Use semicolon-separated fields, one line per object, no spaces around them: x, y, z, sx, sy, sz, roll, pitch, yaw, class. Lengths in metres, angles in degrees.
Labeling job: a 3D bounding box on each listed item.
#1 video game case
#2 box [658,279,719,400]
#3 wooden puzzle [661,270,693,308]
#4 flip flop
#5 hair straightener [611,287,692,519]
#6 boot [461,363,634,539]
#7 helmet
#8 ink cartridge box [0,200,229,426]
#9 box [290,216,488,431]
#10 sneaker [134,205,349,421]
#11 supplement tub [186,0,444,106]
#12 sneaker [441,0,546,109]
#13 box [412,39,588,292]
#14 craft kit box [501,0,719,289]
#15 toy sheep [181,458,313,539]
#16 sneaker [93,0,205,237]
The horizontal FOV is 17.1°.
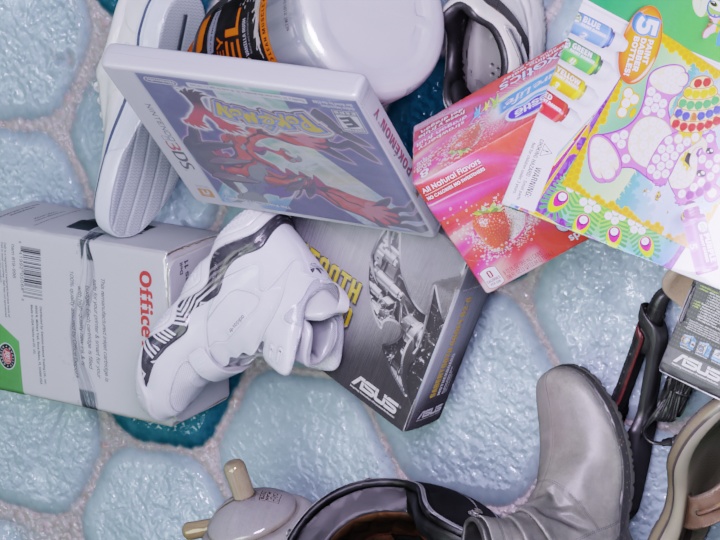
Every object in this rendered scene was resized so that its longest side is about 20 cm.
-0.059;-0.089;1.665;0.199;0.023;0.182;9;154;26;video game case
0.312;0.032;1.543;0.200;0.044;0.161;25;110;18;box
0.327;0.011;1.584;0.200;0.046;0.185;43;117;10;wooden puzzle
0.246;0.157;1.666;0.057;0.081;0.201;33;124;29;flip flop
0.215;0.096;1.702;0.077;0.041;0.201;28;114;24;hair straightener
0.126;0.167;1.667;0.068;0.130;0.201;-20;79;53;boot
0.039;0.247;1.765;0.191;0.199;0.201;19;117;58;helmet
-0.207;0.033;1.937;0.199;0.083;0.147;11;110;31;ink cartridge box
0.000;0.000;1.793;0.200;0.048;0.159;37;122;29;box
-0.087;0.057;1.788;0.115;0.075;0.200;45;115;26;sneaker
-0.040;-0.155;1.688;0.200;0.122;0.123;-22;91;57;supplement tub
0.091;-0.106;1.690;0.075;0.088;0.201;-3;104;33;sneaker
0.142;-0.086;1.601;0.200;0.096;0.100;-28;114;16;box
0.213;-0.096;1.482;0.197;0.048;0.201;22;92;19;craft kit box
-0.074;0.239;1.880;0.137;0.138;0.201;-2;119;35;toy sheep
-0.174;-0.127;1.874;0.071;0.073;0.201;22;98;41;sneaker
